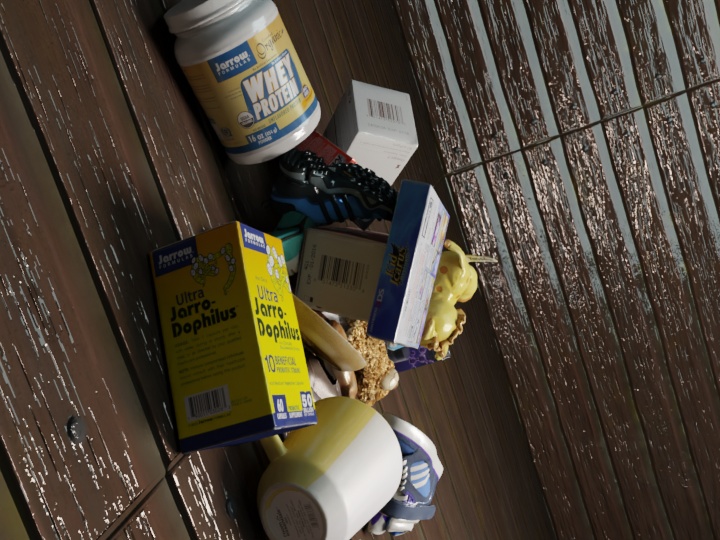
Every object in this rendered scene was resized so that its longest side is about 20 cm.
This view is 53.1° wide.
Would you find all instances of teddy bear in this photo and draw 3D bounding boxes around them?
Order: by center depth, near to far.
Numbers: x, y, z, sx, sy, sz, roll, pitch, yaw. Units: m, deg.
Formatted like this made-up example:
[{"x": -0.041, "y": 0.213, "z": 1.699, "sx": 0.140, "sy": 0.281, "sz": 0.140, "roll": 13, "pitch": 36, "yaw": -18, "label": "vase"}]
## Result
[{"x": 0.019, "y": 0.142, "z": 1.195, "sx": 0.146, "sy": 0.065, "sz": 0.205, "roll": -73, "pitch": 153, "yaw": -62, "label": "teddy bear"}]

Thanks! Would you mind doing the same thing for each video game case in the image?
[{"x": 0.068, "y": -0.001, "z": 0.984, "sx": 0.181, "sy": 0.044, "sz": 0.206, "roll": 29, "pitch": 74, "yaw": -73, "label": "video game case"}]

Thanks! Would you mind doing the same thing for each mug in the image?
[{"x": -0.059, "y": 0.236, "z": 0.825, "sx": 0.153, "sy": 0.183, "sz": 0.153, "roll": -31, "pitch": 146, "yaw": -64, "label": "mug"}]

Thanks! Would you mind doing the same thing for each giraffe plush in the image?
[{"x": 0.123, "y": 0.055, "z": 1.191, "sx": 0.171, "sy": 0.198, "sz": 0.166, "roll": 29, "pitch": 71, "yaw": -34, "label": "giraffe plush"}]

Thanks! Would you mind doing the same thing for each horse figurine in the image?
[{"x": -0.042, "y": 0.138, "z": 1.072, "sx": 0.133, "sy": 0.049, "sz": 0.205, "roll": -56, "pitch": 128, "yaw": -69, "label": "horse figurine"}]

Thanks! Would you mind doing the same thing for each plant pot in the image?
[{"x": -0.077, "y": 0.063, "z": 0.878, "sx": 0.198, "sy": 0.028, "sz": 0.200, "roll": 38, "pitch": -10, "yaw": 8, "label": "plant pot"}]

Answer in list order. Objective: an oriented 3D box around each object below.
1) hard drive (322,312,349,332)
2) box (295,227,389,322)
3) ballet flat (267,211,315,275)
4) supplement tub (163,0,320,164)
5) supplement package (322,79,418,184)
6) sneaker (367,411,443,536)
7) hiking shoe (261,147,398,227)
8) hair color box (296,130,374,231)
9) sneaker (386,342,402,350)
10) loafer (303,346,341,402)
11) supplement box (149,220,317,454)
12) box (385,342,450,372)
[{"x": -0.039, "y": 0.033, "z": 1.225, "sx": 0.200, "sy": 0.026, "sz": 0.135, "roll": 41, "pitch": 37, "yaw": -64, "label": "hard drive"}, {"x": 0.000, "y": 0.000, "z": 1.061, "sx": 0.200, "sy": 0.124, "sz": 0.112, "roll": -13, "pitch": 113, "yaw": -74, "label": "box"}, {"x": -0.100, "y": -0.033, "z": 1.012, "sx": 0.200, "sy": 0.066, "sz": 0.072, "roll": -60, "pitch": 137, "yaw": -68, "label": "ballet flat"}, {"x": -0.149, "y": -0.257, "z": 0.922, "sx": 0.146, "sy": 0.141, "sz": 0.203, "roll": -83, "pitch": 151, "yaw": -55, "label": "supplement tub"}, {"x": 0.002, "y": -0.207, "z": 1.253, "sx": 0.201, "sy": 0.114, "sz": 0.120, "roll": 127, "pitch": -37, "yaw": -51, "label": "supplement package"}, {"x": 0.051, "y": 0.320, "z": 1.075, "sx": 0.148, "sy": 0.079, "sz": 0.202, "roll": -55, "pitch": 141, "yaw": -22, "label": "sneaker"}, {"x": -0.031, "y": -0.098, "z": 0.978, "sx": 0.196, "sy": 0.088, "sz": 0.075, "roll": 17, "pitch": 33, "yaw": -23, "label": "hiking shoe"}, {"x": -0.051, "y": -0.154, "z": 1.105, "sx": 0.111, "sy": 0.064, "sz": 0.200, "roll": 44, "pitch": 0, "yaw": -44, "label": "hair color box"}, {"x": 0.033, "y": 0.046, "z": 1.292, "sx": 0.202, "sy": 0.080, "sz": 0.076, "roll": 57, "pitch": 15, "yaw": 10, "label": "sneaker"}, {"x": -0.042, "y": 0.176, "z": 0.957, "sx": 0.072, "sy": 0.071, "sz": 0.202, "roll": -61, "pitch": 139, "yaw": -33, "label": "loafer"}, {"x": -0.128, "y": 0.070, "z": 0.738, "sx": 0.109, "sy": 0.107, "sz": 0.206, "roll": 22, "pitch": 53, "yaw": -70, "label": "supplement box"}, {"x": 0.075, "y": 0.084, "z": 1.360, "sx": 0.079, "sy": 0.138, "sz": 0.206, "roll": 7, "pitch": 67, "yaw": -73, "label": "box"}]
